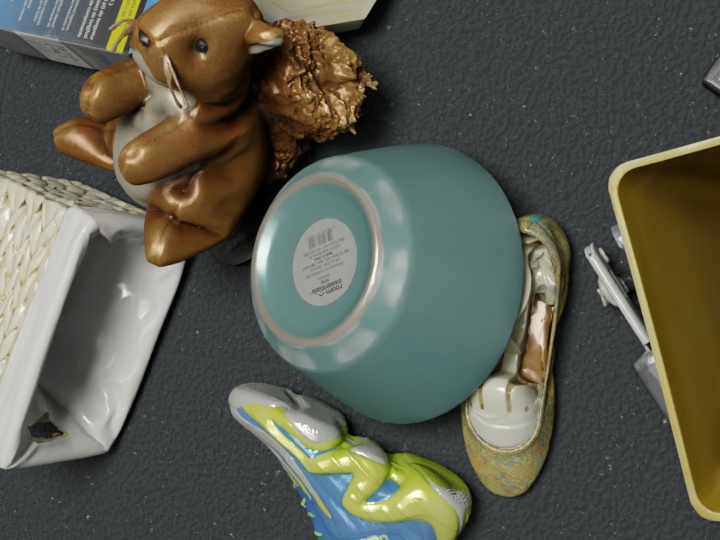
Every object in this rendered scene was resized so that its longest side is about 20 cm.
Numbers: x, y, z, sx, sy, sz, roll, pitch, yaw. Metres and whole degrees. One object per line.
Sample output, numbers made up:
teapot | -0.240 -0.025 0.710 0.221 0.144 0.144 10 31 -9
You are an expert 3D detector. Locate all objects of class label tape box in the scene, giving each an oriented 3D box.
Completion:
label tape box | -0.195 -0.233 0.895 0.199 0.063 0.145 15 80 20

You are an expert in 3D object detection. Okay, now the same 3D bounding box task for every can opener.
can opener | 0.217 0.057 0.750 0.067 0.053 0.201 -35 78 16

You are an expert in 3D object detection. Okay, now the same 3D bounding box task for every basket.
basket | -0.241 0.032 0.874 0.123 0.135 0.201 26 99 25

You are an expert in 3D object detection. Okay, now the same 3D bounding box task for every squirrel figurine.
squirrel figurine | -0.094 -0.128 0.777 0.142 0.199 0.187 53 142 27

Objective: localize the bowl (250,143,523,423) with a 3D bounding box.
bowl | 0.000 0.000 0.773 0.200 0.105 0.203 -10 74 39

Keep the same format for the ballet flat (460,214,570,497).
ballet flat | 0.104 0.060 0.785 0.070 0.071 0.202 10 91 20

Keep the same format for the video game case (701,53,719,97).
video game case | 0.355 -0.139 0.722 0.200 0.025 0.181 39 101 18

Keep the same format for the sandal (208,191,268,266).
sandal | -0.137 -0.093 0.892 0.076 0.043 0.200 -44 75 13

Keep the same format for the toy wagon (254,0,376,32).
toy wagon | -0.049 -0.273 0.833 0.154 0.040 0.202 -13 84 -15

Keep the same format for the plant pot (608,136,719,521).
plant pot | 0.283 0.008 0.646 0.199 0.176 0.202 -15 90 30

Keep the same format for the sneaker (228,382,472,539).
sneaker | -0.023 0.162 0.824 0.199 0.076 0.106 25 97 19
